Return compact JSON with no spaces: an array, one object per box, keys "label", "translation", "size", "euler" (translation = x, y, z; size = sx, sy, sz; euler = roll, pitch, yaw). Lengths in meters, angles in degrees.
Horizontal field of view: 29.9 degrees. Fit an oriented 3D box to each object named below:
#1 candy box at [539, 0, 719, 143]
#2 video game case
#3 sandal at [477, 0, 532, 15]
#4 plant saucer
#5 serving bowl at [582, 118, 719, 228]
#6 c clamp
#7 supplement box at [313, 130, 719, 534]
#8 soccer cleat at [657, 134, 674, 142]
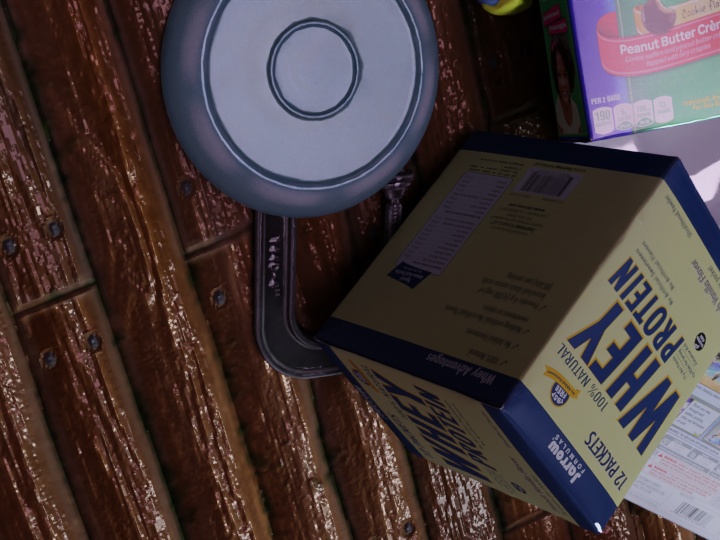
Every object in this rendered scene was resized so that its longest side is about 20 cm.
[{"label":"candy box","translation":[0.199,-0.196,0.868],"size":[0.167,0.077,0.203],"euler":[-11,95,-9]},{"label":"video game case","translation":[0.275,0.117,1.081],"size":[0.198,0.046,0.182],"euler":[27,119,-24]},{"label":"sandal","translation":[0.139,-0.270,0.943],"size":[0.087,0.079,0.201],"euler":[37,94,4]},{"label":"plant saucer","translation":[-0.034,-0.134,0.903],"size":[0.197,0.027,0.203],"euler":[-4,100,-20]},{"label":"serving bowl","translation":[0.244,-0.104,0.983],"size":[0.197,0.066,0.203],"euler":[-1,113,-2]},{"label":"c clamp","translation":[0.000,0.000,0.978],"size":[0.169,0.027,0.203],"euler":[-10,111,-17]},{"label":"supplement box","translation":[0.115,0.032,0.909],"size":[0.200,0.199,0.135],"euler":[-51,124,-17]},{"label":"soccer cleat","translation":[0.264,-0.183,1.022],"size":[0.085,0.070,0.203],"euler":[2,104,-26]}]
